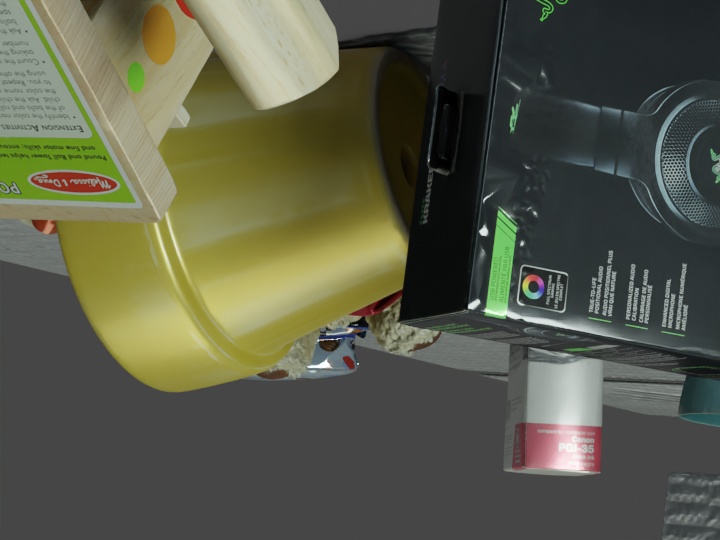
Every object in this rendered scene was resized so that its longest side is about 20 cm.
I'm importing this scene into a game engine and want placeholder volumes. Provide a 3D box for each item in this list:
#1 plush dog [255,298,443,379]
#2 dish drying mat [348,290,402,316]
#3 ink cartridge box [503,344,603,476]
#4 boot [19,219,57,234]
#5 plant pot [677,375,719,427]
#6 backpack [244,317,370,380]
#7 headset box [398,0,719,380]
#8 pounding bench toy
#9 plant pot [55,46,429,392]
[{"bbox_3d":[-0.029,-0.013,1.397,0.197,0.162,0.172,-10,153,2],"label":"plush dog"},{"bbox_3d":[0.000,0.000,1.086,0.018,0.077,0.200,46,166,-14],"label":"dish drying mat"},{"bbox_3d":[0.197,0.104,1.658,0.082,0.203,0.147,4,172,-1],"label":"ink cartridge box"},{"bbox_3d":[-0.192,-0.080,1.082,0.074,0.109,0.200,11,170,-11],"label":"boot"},{"bbox_3d":[0.405,0.082,1.535,0.197,0.137,0.200,8,172,1],"label":"plant pot"},{"bbox_3d":[-0.075,0.037,1.659,0.197,0.156,0.190,6,-177,-9],"label":"backpack"},{"bbox_3d":[0.120,-0.048,0.776,0.198,0.177,0.093,11,172,-17],"label":"headset box"},{"bbox_3d":[-0.075,-0.115,0.516,0.198,0.157,0.125,3,138,28],"label":"pounding bench toy"},{"bbox_3d":[-0.049,-0.043,0.956,0.187,0.203,0.200,-12,164,23],"label":"plant pot"}]
